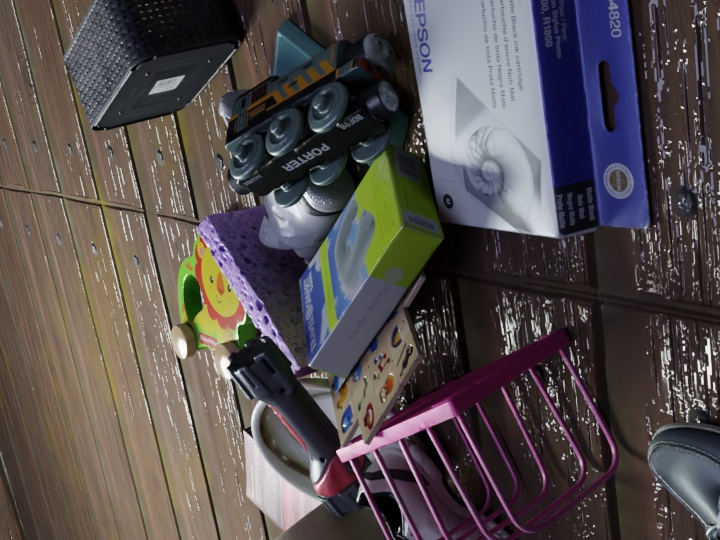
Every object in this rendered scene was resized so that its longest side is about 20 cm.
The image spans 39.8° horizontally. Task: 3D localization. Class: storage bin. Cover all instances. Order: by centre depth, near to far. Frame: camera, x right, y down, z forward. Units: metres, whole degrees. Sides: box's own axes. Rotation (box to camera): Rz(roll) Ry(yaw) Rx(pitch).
[{"bbox_3d":[-0.237,-0.246,1.120,0.199,0.134,0.095,-27,85,56],"label":"storage bin"}]

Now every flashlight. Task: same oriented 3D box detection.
[{"bbox_3d":[-0.059,0.154,0.987,0.201,0.067,0.068,53,-177,-21],"label":"flashlight"}]

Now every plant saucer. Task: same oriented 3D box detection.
[{"bbox_3d":[-0.027,-0.168,0.969,0.200,0.019,0.071,45,139,34],"label":"plant saucer"},{"bbox_3d":[-0.018,0.176,1.066,0.197,0.050,0.202,12,133,13],"label":"plant saucer"}]

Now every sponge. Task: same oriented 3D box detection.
[{"bbox_3d":[-0.082,0.016,1.059,0.030,0.111,0.201,-48,66,38],"label":"sponge"}]

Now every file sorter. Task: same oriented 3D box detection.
[{"bbox_3d":[0.101,0.160,0.856,0.127,0.138,0.200,62,146,5],"label":"file sorter"}]

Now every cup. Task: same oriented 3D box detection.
[{"bbox_3d":[-0.025,0.327,1.053,0.144,0.199,0.201,53,144,12],"label":"cup"}]

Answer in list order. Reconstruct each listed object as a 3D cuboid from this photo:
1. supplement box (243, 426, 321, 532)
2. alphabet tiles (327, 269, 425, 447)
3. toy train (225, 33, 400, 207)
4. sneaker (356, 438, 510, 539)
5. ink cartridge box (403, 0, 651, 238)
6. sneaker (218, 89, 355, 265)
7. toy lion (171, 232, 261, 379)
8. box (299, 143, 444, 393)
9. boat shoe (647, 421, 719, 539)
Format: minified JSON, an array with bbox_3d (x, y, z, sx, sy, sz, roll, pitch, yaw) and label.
[{"bbox_3d":[-0.066,0.277,1.224,0.199,0.060,0.110,32,131,42],"label":"supplement box"},{"bbox_3d":[0.012,0.055,0.902,0.168,0.007,0.201,-61,23,25],"label":"alphabet tiles"},{"bbox_3d":[-0.046,-0.139,0.903,0.199,0.085,0.115,-24,51,37],"label":"toy train"},{"bbox_3d":[0.077,0.259,0.971,0.200,0.080,0.074,41,137,11],"label":"sneaker"},{"bbox_3d":[0.120,-0.127,0.758,0.199,0.040,0.203,9,115,53],"label":"ink cartridge box"},{"bbox_3d":[-0.090,-0.097,1.043,0.200,0.075,0.116,45,137,27],"label":"sneaker"},{"bbox_3d":[-0.177,0.027,1.259,0.199,0.068,0.195,12,110,53],"label":"toy lion"},{"bbox_3d":[0.000,0.000,0.902,0.201,0.047,0.123,-56,27,33],"label":"box"},{"bbox_3d":[0.272,0.173,0.682,0.199,0.061,0.074,36,134,40],"label":"boat shoe"}]
